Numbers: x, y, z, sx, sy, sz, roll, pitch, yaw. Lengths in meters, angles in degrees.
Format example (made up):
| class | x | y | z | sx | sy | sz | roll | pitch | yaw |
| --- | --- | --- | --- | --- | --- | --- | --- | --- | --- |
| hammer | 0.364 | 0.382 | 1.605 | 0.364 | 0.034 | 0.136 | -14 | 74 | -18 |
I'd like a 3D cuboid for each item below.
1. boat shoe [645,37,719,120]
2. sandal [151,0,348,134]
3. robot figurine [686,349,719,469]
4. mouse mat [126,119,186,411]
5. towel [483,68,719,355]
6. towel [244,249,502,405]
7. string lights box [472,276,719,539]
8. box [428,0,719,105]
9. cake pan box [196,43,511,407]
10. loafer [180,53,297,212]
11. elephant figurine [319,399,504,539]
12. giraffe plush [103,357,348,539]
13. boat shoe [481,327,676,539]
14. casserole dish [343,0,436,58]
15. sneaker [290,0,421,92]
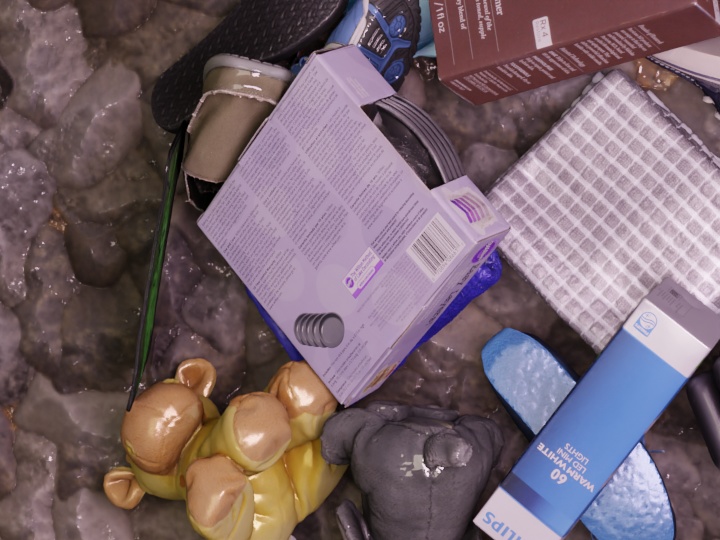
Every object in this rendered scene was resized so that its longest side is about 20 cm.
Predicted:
| class | x | y | z | sx | sy | sz | roll | pitch | yaw |
| --- | --- | --- | --- | --- | --- | --- | --- | --- | --- |
| boat shoe | 0.274 | -0.120 | 1.677 | 0.200 | 0.075 | 0.093 | 27 | 130 | 37 |
| sandal | -0.081 | -0.170 | 1.805 | 0.200 | 0.045 | 0.075 | -34 | 53 | 30 |
| robot figurine | 0.326 | 0.080 | 1.599 | 0.150 | 0.199 | 0.125 | 31 | 128 | 58 |
| mouse mat | -0.152 | -0.006 | 1.758 | 0.008 | 0.161 | 0.201 | 11 | 103 | -3 |
| towel | 0.193 | -0.030 | 1.694 | 0.200 | 0.086 | 0.166 | 45 | 102 | 13 |
| towel | 0.000 | 0.000 | 1.730 | 0.148 | 0.050 | 0.200 | 52 | 130 | 5 |
| string lights box | 0.167 | 0.104 | 1.612 | 0.059 | 0.103 | 0.200 | 38 | 107 | 8 |
| box | 0.150 | -0.195 | 1.658 | 0.199 | 0.075 | 0.100 | -15 | 72 | 22 |
| cake pan box | -0.008 | -0.034 | 1.666 | 0.184 | 0.052 | 0.200 | 48 | 128 | 15 |
| loafer | -0.092 | -0.097 | 1.734 | 0.075 | 0.200 | 0.070 | 13 | 68 | -5 |
| elephant figurine | 0.037 | 0.202 | 1.690 | 0.141 | 0.155 | 0.201 | 10 | 96 | 29 |
| giraffe plush | -0.112 | 0.139 | 1.771 | 0.162 | 0.172 | 0.200 | 31 | 142 | 28 |
| boat shoe | 0.169 | 0.123 | 1.712 | 0.084 | 0.069 | 0.200 | -32 | 81 | 7 |
| casserole dish | 0.027 | -0.250 | 1.775 | 0.121 | 0.039 | 0.200 | -34 | 79 | 15 |
| sneaker | -0.019 | -0.142 | 1.744 | 0.077 | 0.076 | 0.200 | 48 | 129 | 28 |
